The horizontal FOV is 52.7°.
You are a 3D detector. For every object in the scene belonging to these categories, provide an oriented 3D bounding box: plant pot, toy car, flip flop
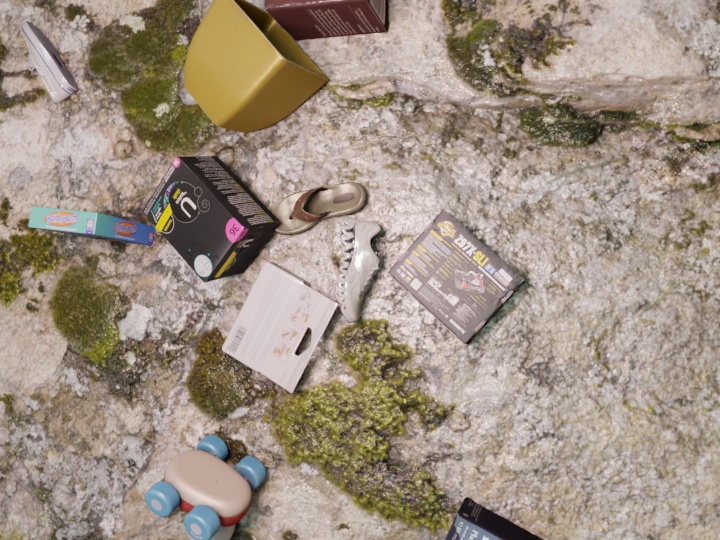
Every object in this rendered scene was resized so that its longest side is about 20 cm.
[{"bbox_3d":[-0.223,-0.381,1.408,0.200,0.194,0.196,-43,76,18],"label":"plant pot"},{"bbox_3d":[-0.303,0.463,1.401,0.177,0.184,0.200,24,121,16],"label":"toy car"},{"bbox_3d":[-0.086,-0.126,1.412,0.199,0.058,0.081,-13,83,15],"label":"flip flop"}]

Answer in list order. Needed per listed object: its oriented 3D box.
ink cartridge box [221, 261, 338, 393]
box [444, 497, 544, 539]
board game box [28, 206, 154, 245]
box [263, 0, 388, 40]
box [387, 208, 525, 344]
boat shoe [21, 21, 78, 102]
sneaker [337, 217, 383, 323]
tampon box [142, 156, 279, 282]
[{"bbox_3d":[-0.153,0.110,1.421,0.176,0.045,0.200,29,95,17],"label":"ink cartridge box"},{"bbox_3d":[0.221,0.536,1.244,0.198,0.123,0.200,24,93,15],"label":"box"},{"bbox_3d":[-0.536,-0.088,1.466,0.152,0.200,0.045,7,88,16],"label":"board game box"},{"bbox_3d":[-0.059,-0.551,1.377,0.199,0.166,0.165,1,87,15],"label":"box"},{"bbox_3d":[0.174,0.012,1.332,0.200,0.049,0.160,42,95,15],"label":"box"},{"bbox_3d":[-0.704,-0.461,1.606,0.065,0.074,0.200,-35,76,7],"label":"boat shoe"},{"bbox_3d":[0.000,0.000,1.375,0.081,0.075,0.201,3,87,7],"label":"sneaker"},{"bbox_3d":[-0.291,-0.104,1.416,0.200,0.126,0.150,46,116,14],"label":"tampon box"}]
